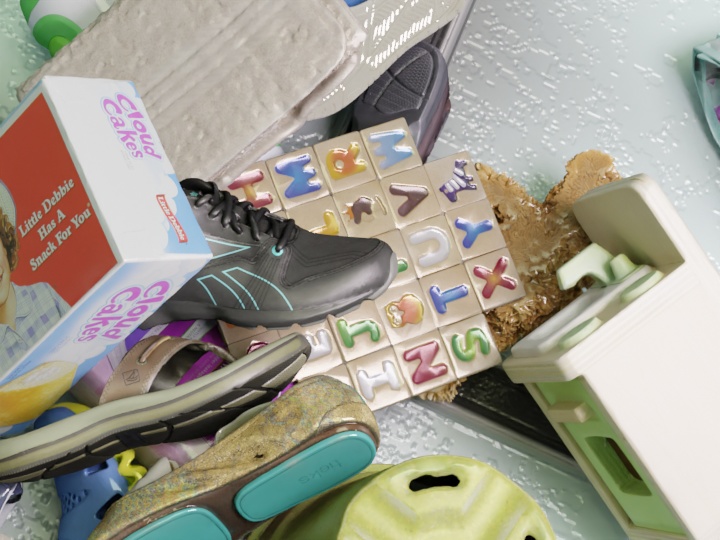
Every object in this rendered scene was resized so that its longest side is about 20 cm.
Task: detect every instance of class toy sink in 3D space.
[{"bbox_3d":[0.166,0.060,1.209,0.112,0.130,0.201,-35,94,-12],"label":"toy sink"}]

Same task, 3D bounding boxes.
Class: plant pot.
[{"bbox_3d":[0.031,0.190,1.160,0.198,0.184,0.202,4,71,-11],"label":"plant pot"}]

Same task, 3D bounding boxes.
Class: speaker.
[{"bbox_3d":[-0.128,-0.112,1.275,0.088,0.089,0.201,-35,82,-20],"label":"speaker"}]

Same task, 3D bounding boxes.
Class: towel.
[{"bbox_3d":[-0.101,-0.119,1.204,0.200,0.034,0.133,-39,73,7],"label":"towel"}]

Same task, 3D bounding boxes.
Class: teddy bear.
[{"bbox_3d":[0.094,0.003,1.308,0.145,0.067,0.200,40,75,13],"label":"teddy bear"}]

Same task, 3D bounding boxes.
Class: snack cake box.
[{"bbox_3d":[-0.182,-0.003,1.113,0.067,0.200,0.116,-4,62,-47],"label":"snack cake box"}]

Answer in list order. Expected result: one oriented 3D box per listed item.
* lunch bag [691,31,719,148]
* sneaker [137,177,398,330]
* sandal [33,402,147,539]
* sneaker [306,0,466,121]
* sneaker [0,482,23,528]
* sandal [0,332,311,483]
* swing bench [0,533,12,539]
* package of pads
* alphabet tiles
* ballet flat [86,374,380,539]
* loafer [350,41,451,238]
[{"bbox_3d":[0.337,-0.100,1.359,0.169,0.122,0.201,-22,70,-16],"label":"lunch bag"},{"bbox_3d":[-0.078,-0.010,1.147,0.198,0.075,0.080,-3,106,3],"label":"sneaker"},{"bbox_3d":[-0.149,0.173,1.186,0.086,0.080,0.201,-25,77,-15],"label":"sandal"},{"bbox_3d":[-0.032,-0.161,1.303,0.199,0.111,0.077,-37,124,-28],"label":"sneaker"},{"bbox_3d":[-0.252,0.083,1.194,0.107,0.070,0.202,1,78,-7],"label":"sneaker"},{"bbox_3d":[-0.123,0.068,1.141,0.199,0.080,0.058,-17,74,-9],"label":"sandal"},{"bbox_3d":[-0.272,0.182,1.073,0.198,0.201,0.130,32,27,-1],"label":"swing bench"},{"bbox_3d":[-0.114,0.053,1.232,0.200,0.076,0.121,44,69,4],"label":"package of pads"},{"bbox_3d":[0.000,0.000,1.231,0.199,0.006,0.168,-19,83,-23],"label":"alphabet tiles"},{"bbox_3d":[-0.083,0.122,1.138,0.199,0.071,0.071,-30,79,1],"label":"ballet flat"},{"bbox_3d":[0.010,-0.052,1.303,0.071,0.063,0.201,16,68,30],"label":"loafer"}]
